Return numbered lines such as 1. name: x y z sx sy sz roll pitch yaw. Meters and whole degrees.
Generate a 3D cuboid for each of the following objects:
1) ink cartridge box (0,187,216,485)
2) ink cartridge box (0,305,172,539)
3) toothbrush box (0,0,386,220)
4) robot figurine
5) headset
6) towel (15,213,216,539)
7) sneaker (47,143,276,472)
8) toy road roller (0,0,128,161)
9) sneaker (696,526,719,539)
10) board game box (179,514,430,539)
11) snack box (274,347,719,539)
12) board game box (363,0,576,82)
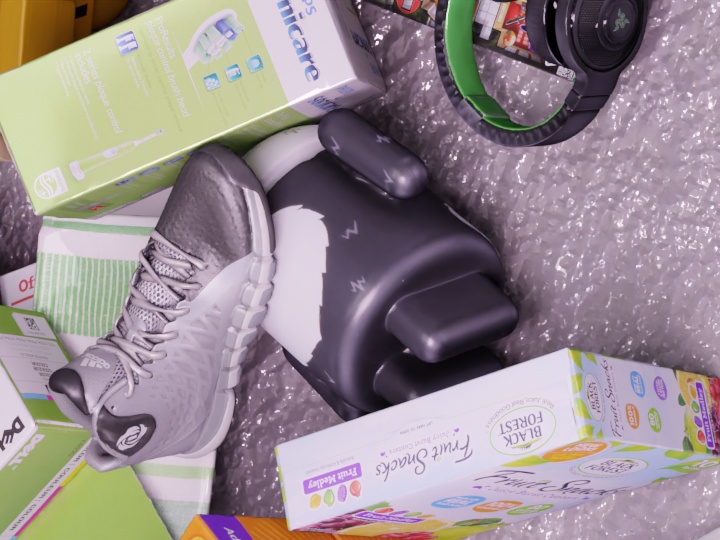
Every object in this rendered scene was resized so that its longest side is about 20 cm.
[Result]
1. ink cartridge box: -0.164 0.049 1.580 0.116 0.067 0.201 -20 71 36
2. ink cartridge box: -0.212 0.140 1.481 0.148 0.076 0.200 -46 60 20
3. toothbrush box: -0.097 -0.105 1.438 0.199 0.146 0.086 -21 88 8
4. robot figurine: -0.001 0.002 1.411 0.200 0.125 0.150 41 96 36
5. headset: 0.116 -0.161 1.360 0.124 0.094 0.200 50 129 31
6. towel: -0.146 0.065 1.505 0.152 0.023 0.201 2 83 35
7. sneaker: -0.116 0.031 1.371 0.075 0.115 0.201 34 126 37
8. toy road roller: -0.218 -0.168 1.605 0.123 0.146 0.201 6 90 34
9. sneaker: 0.171 0.173 1.277 0.200 0.071 0.073 -38 61 30
10. board game box: -0.018 0.273 1.337 0.200 0.200 0.200 47 113 34
11. snack box: 0.075 0.097 1.323 0.200 0.142 0.053 -21 70 36
12. board game box: 0.071 -0.185 1.447 0.200 0.023 0.105 25 98 39
